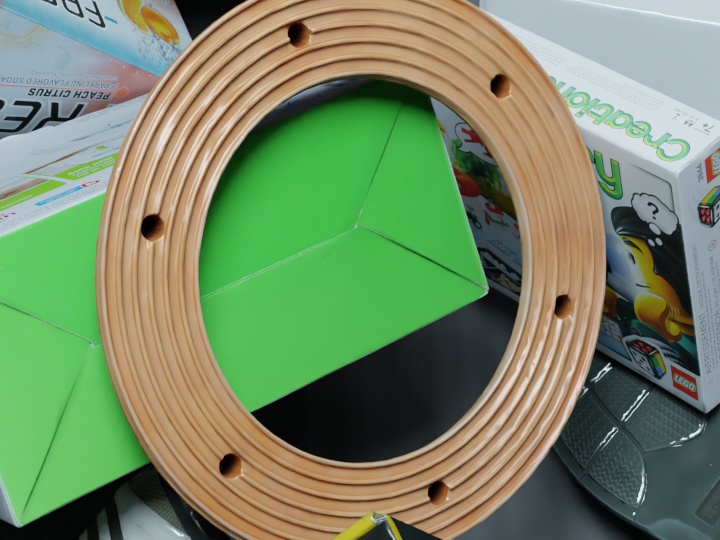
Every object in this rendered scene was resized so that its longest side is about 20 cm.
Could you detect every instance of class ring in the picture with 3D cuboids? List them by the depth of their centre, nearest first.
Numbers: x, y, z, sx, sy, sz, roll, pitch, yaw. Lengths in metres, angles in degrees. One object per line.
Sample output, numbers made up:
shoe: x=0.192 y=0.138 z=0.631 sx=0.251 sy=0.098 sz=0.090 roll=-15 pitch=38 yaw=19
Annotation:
ring: x=0.000 y=0.000 z=0.685 sx=0.199 sy=0.019 sz=0.203 roll=-1 pitch=92 yaw=-31

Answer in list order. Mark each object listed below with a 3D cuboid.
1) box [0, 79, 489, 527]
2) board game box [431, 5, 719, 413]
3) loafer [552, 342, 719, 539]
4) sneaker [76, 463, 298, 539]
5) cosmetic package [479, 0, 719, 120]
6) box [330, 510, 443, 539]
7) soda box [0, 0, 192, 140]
box: x=-0.088 y=-0.004 z=0.747 sx=0.199 sy=0.097 sz=0.176 roll=-25 pitch=15 yaw=-27
board game box: x=0.068 y=-0.038 z=0.801 sx=0.035 sy=0.127 sz=0.199 roll=-38 pitch=46 yaw=-23
loafer: x=0.139 y=0.089 z=0.802 sx=0.072 sy=0.063 sz=0.200 roll=-43 pitch=52 yaw=-4
sneaker: x=-0.031 y=0.161 z=0.714 sx=0.115 sy=0.076 sz=0.201 roll=-41 pitch=87 yaw=6
cosmetic package: x=0.157 y=-0.100 z=0.837 sx=0.198 sy=0.072 sz=0.102 roll=11 pitch=41 yaw=16
box: x=-0.004 y=0.200 z=0.600 sx=0.159 sy=0.049 sz=0.201 roll=-35 pitch=59 yaw=14
soda box: x=-0.154 y=-0.101 z=0.824 sx=0.199 sy=0.064 sz=0.069 roll=20 pitch=36 yaw=-46
